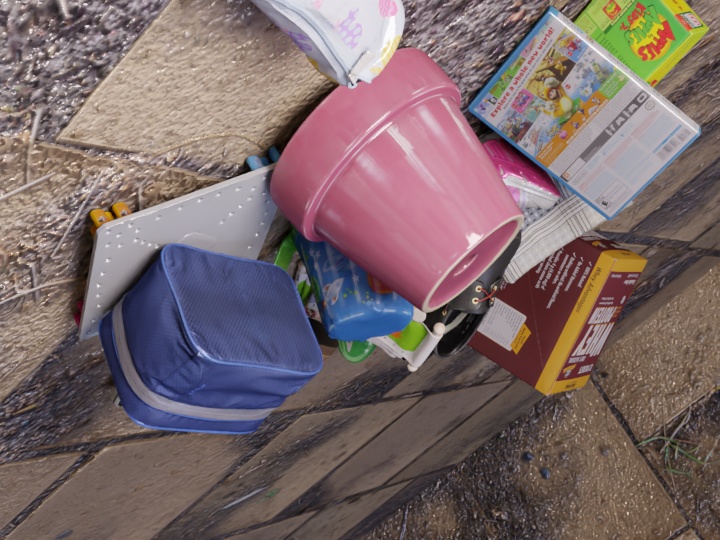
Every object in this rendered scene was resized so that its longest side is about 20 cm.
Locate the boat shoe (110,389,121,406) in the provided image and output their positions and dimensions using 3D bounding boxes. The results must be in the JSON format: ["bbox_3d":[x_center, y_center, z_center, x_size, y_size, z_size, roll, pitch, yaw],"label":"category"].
[{"bbox_3d":[-0.199,0.124,1.351,0.198,0.063,0.075,-18,158,-36],"label":"boat shoe"}]

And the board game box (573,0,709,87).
[{"bbox_3d":[0.256,-0.216,1.201,0.047,0.102,0.200,-22,159,-48],"label":"board game box"}]

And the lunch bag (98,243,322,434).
[{"bbox_3d":[-0.141,0.074,1.091,0.132,0.137,0.198,-41,146,28],"label":"lunch bag"}]

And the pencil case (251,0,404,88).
[{"bbox_3d":[-0.034,-0.197,0.786,0.082,0.092,0.200,4,170,20],"label":"pencil case"}]

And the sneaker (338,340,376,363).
[{"bbox_3d":[0.013,0.053,1.479,0.201,0.073,0.084,-61,-176,40],"label":"sneaker"}]

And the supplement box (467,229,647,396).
[{"bbox_3d":[0.235,0.026,1.519,0.132,0.199,0.200,1,118,-59],"label":"supplement box"}]

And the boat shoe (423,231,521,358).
[{"bbox_3d":[0.133,0.021,1.325,0.073,0.064,0.202,-1,138,-35],"label":"boat shoe"}]

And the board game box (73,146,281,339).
[{"bbox_3d":[-0.172,-0.025,1.082,0.198,0.026,0.201,-24,159,-30],"label":"board game box"}]

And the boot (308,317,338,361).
[{"bbox_3d":[-0.111,0.086,1.328,0.076,0.074,0.199,-48,142,16],"label":"boot"}]

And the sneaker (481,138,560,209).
[{"bbox_3d":[0.132,-0.094,1.272,0.197,0.082,0.089,9,130,-29],"label":"sneaker"}]

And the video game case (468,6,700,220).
[{"bbox_3d":[0.229,-0.158,1.186,0.143,0.199,0.018,-48,-171,39],"label":"video game case"}]

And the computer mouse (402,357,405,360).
[{"bbox_3d":[0.087,0.016,1.493,0.201,0.043,0.111,-66,178,-50],"label":"computer mouse"}]

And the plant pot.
[{"bbox_3d":[0.046,-0.070,1.053,0.199,0.179,0.200,-40,166,-12],"label":"plant pot"}]

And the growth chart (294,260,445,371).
[{"bbox_3d":[0.003,0.052,1.356,0.018,0.198,0.145,-59,170,-29],"label":"growth chart"}]

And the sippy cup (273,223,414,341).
[{"bbox_3d":[0.000,0.000,1.207,0.138,0.132,0.177,5,155,-34],"label":"sippy cup"}]

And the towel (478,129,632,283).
[{"bbox_3d":[0.219,-0.105,1.350,0.198,0.035,0.194,-33,118,-6],"label":"towel"}]
